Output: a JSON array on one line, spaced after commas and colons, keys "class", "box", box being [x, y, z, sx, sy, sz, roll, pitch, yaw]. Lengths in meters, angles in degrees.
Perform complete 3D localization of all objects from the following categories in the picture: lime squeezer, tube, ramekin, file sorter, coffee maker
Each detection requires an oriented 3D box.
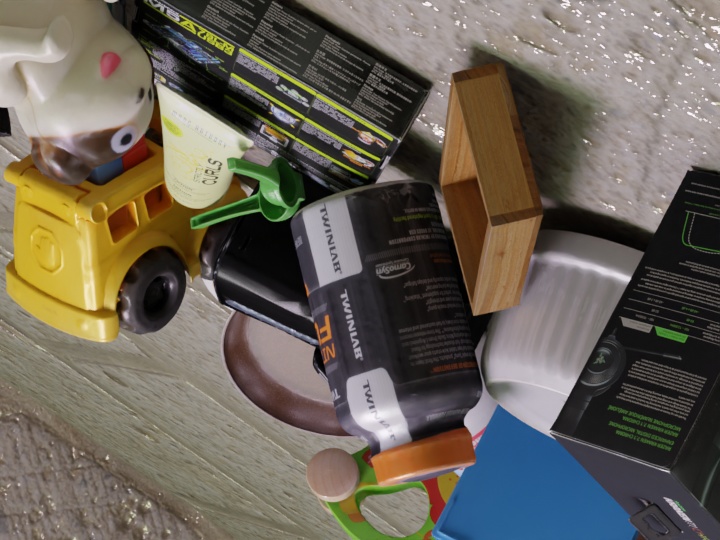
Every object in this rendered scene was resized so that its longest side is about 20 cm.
[{"class": "lime squeezer", "box": [-0.073, -0.060, 1.605, 0.070, 0.038, 0.200, 11, 169, -9]}, {"class": "tube", "box": [-0.114, -0.088, 1.597, 0.058, 0.052, 0.200, -9, 171, -8]}, {"class": "ramekin", "box": [0.177, 0.063, 1.562, 0.199, 0.105, 0.200, 24, 166, 6]}, {"class": "file sorter", "box": [0.171, 0.158, 1.736, 0.138, 0.201, 0.123, 24, 167, 22]}, {"class": "coffee maker", "box": [0.000, 0.000, 1.730, 0.199, 0.135, 0.192, 26, 141, 9]}]

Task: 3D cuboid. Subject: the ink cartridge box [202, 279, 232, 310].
[{"class": "ink cartridge box", "box": [-0.136, -0.017, 2.041, 0.199, 0.050, 0.162, 26, 165, 3]}]

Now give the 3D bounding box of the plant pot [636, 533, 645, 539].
[{"class": "plant pot", "box": [0.245, 0.240, 1.869, 0.200, 0.199, 0.200, 28, 165, 8]}]

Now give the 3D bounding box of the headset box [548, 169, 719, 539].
[{"class": "headset box", "box": [0.223, 0.074, 1.354, 0.093, 0.201, 0.174, 16, 161, 42]}]

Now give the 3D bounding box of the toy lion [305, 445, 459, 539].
[{"class": "toy lion", "box": [0.081, 0.188, 2.032, 0.192, 0.200, 0.069, 44, 170, 24]}]

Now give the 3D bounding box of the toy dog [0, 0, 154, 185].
[{"class": "toy dog", "box": [-0.221, -0.147, 1.461, 0.200, 0.140, 0.194, 40, 139, -11]}]

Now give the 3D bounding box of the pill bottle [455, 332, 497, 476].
[{"class": "pill bottle", "box": [0.102, 0.119, 1.912, 0.109, 0.109, 0.200, 13, 157, 49]}]

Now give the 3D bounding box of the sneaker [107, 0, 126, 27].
[{"class": "sneaker", "box": [-0.213, -0.157, 1.611, 0.091, 0.078, 0.200, 2, 165, -7]}]

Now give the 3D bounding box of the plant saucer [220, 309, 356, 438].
[{"class": "plant saucer", "box": [-0.021, 0.067, 1.969, 0.199, 0.032, 0.201, 4, 135, 4]}]

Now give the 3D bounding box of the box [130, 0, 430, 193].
[{"class": "box", "box": [-0.062, -0.130, 1.529, 0.199, 0.048, 0.193, 31, 164, -1]}]

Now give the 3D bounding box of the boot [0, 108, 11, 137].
[{"class": "boot", "box": [-0.292, -0.167, 1.627, 0.069, 0.132, 0.200, -2, 179, -5]}]

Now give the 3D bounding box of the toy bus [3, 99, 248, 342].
[{"class": "toy bus", "box": [-0.182, -0.071, 1.780, 0.135, 0.200, 0.193, 23, 131, 34]}]

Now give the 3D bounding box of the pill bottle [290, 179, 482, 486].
[{"class": "pill bottle", "box": [0.023, 0.046, 1.570, 0.106, 0.201, 0.106, -14, 171, -2]}]

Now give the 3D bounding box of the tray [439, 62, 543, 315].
[{"class": "tray", "box": [0.081, -0.047, 1.432, 0.037, 0.099, 0.200, -13, 164, -3]}]
